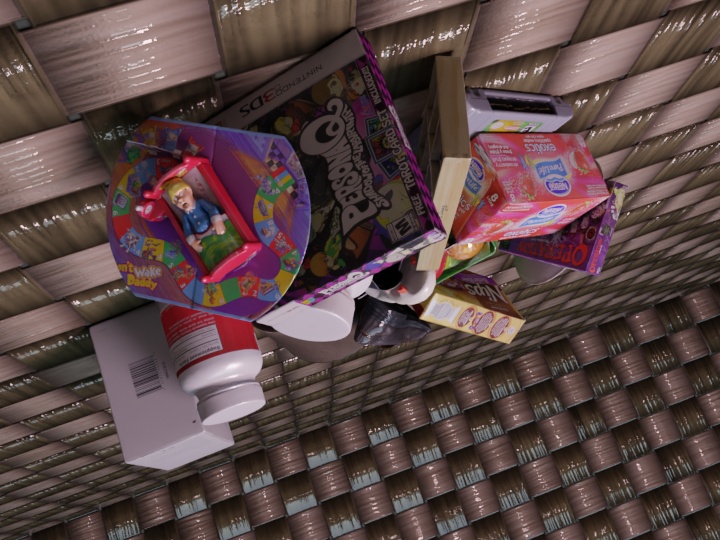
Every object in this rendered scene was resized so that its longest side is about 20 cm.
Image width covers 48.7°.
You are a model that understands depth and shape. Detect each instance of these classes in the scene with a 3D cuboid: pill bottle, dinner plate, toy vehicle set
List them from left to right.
[{"bbox_3d":[-0.192,0.089,1.030,0.111,0.202,0.112,-19,164,-6],"label":"pill bottle"},{"bbox_3d":[-0.037,-0.038,0.789,0.109,0.202,0.111,6,154,3],"label":"pill bottle"},{"bbox_3d":[0.080,-0.105,0.832,0.026,0.126,0.201,1,149,-4],"label":"toy vehicle set"},{"bbox_3d":[0.277,-0.077,1.152,0.024,0.202,0.200,22,146,-19],"label":"dinner plate"}]

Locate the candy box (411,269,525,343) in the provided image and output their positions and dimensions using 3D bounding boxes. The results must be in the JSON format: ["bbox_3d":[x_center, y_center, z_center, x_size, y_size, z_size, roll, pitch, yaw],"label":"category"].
[{"bbox_3d":[0.161,0.045,1.292,0.198,0.117,0.057,16,118,-32],"label":"candy box"}]

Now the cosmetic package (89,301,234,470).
[{"bbox_3d":[-0.289,0.176,1.181,0.122,0.201,0.200,-21,163,-2],"label":"cosmetic package"}]

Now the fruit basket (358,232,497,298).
[{"bbox_3d":[0.105,-0.033,1.131,0.184,0.095,0.199,-30,175,39],"label":"fruit basket"}]

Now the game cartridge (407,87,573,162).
[{"bbox_3d":[0.150,-0.163,0.957,0.198,0.041,0.133,-6,161,-40],"label":"game cartridge"}]

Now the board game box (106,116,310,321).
[{"bbox_3d":[-0.141,-0.044,0.670,0.198,0.160,0.039,11,-174,18],"label":"board game box"}]

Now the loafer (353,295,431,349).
[{"bbox_3d":[0.047,0.085,1.219,0.073,0.073,0.199,-54,150,7],"label":"loafer"}]

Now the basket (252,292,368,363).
[{"bbox_3d":[-0.084,0.054,1.183,0.178,0.138,0.200,-18,161,17],"label":"basket"}]

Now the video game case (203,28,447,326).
[{"bbox_3d":[-0.041,-0.080,0.696,0.180,0.202,0.036,-26,161,19],"label":"video game case"}]

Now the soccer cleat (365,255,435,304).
[{"bbox_3d":[0.046,0.009,0.980,0.077,0.070,0.199,30,171,-26],"label":"soccer cleat"}]

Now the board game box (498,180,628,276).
[{"bbox_3d":[0.269,-0.068,1.084,0.032,0.122,0.200,13,-176,-25],"label":"board game box"}]

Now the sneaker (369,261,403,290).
[{"bbox_3d":[0.000,0.000,0.913,0.074,0.085,0.200,-13,154,-35],"label":"sneaker"}]

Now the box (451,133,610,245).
[{"bbox_3d":[0.197,-0.102,0.974,0.198,0.096,0.100,-7,158,-39],"label":"box"}]
